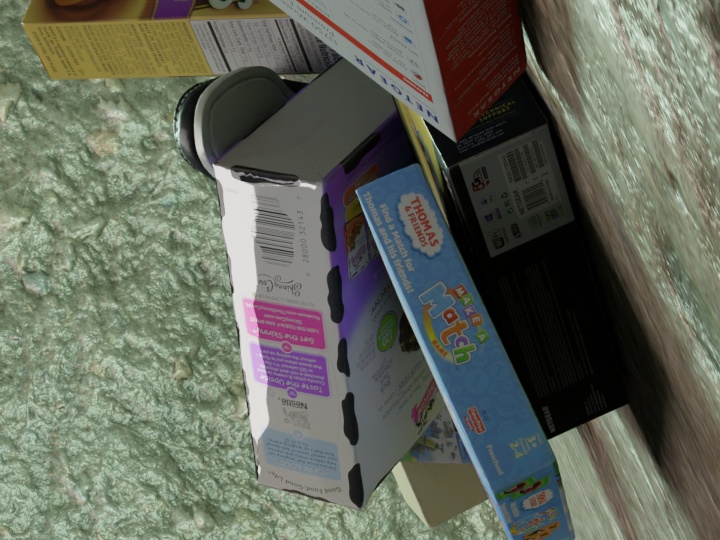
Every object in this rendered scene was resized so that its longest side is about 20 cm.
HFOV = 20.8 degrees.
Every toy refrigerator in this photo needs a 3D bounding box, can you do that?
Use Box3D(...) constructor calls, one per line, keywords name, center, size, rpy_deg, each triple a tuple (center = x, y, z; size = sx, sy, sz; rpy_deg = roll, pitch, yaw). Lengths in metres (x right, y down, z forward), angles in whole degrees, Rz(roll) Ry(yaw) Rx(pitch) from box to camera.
Box3D(name="toy refrigerator", center=(0.032, 0.070, 1.379), size=(0.202, 0.069, 0.076), rpy_deg=(66, 173, -13))

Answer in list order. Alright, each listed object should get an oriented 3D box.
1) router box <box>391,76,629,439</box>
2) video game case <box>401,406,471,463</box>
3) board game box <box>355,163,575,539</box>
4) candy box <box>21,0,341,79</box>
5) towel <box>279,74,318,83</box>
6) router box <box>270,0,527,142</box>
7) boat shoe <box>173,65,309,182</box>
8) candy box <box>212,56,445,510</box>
Box3D(name="router box", center=(0.065, -0.038, 0.971), size=(0.158, 0.052, 0.201), rpy_deg=(-114, 1, -46))
Box3D(name="video game case", center=(0.018, 0.061, 1.313), size=(0.018, 0.198, 0.145), rpy_deg=(-46, -48, -60))
Box3D(name="board game box", center=(0.055, 0.052, 0.950), size=(0.200, 0.036, 0.152), rpy_deg=(66, 179, -71))
Box3D(name="candy box", center=(-0.091, -0.176, 1.173), size=(0.057, 0.198, 0.118), rpy_deg=(68, -152, -51))
Box3D(name="towel", center=(-0.047, -0.184, 1.344), size=(0.132, 0.035, 0.200), rpy_deg=(44, -155, 2))
Box3D(name="router box", center=(-0.028, -0.163, 0.790), size=(0.200, 0.049, 0.180), rpy_deg=(40, 168, 21))
Box3D(name="boat shoe", center=(-0.061, -0.076, 1.098), size=(0.200, 0.060, 0.077), rpy_deg=(3, -89, -67))
Box3D(name="candy box", center=(0.000, 0.000, 1.088), size=(0.168, 0.071, 0.202), rpy_deg=(-45, -43, -50))
